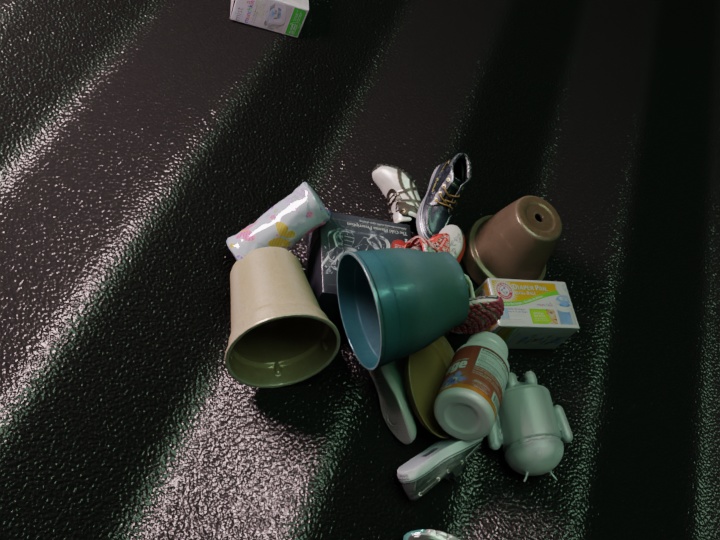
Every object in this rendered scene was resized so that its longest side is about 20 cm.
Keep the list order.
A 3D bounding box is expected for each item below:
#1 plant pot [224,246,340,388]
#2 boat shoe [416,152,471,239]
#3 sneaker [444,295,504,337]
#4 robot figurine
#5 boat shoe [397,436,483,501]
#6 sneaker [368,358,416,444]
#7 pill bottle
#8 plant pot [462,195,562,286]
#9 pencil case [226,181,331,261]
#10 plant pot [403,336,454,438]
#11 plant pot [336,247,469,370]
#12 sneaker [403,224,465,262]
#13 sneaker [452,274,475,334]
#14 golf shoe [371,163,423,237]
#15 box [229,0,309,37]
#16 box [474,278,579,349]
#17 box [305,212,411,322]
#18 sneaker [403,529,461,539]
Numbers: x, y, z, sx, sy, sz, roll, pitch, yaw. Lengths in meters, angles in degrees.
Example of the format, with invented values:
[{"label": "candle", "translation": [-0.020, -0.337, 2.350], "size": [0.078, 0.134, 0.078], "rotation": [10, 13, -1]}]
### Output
[{"label": "plant pot", "translation": [-0.150, 0.070, 1.292], "size": [0.197, 0.202, 0.186], "rotation": [1, 47, -23]}, {"label": "boat shoe", "translation": [0.175, -0.152, 1.543], "size": [0.070, 0.091, 0.203], "rotation": [24, 62, -18]}, {"label": "sneaker", "translation": [0.181, 0.075, 1.425], "size": [0.081, 0.197, 0.076], "rotation": [51, 39, -38]}, {"label": "robot figurine", "translation": [0.314, 0.294, 1.388], "size": [0.166, 0.114, 0.203], "rotation": [-3, 60, -7]}, {"label": "boat shoe", "translation": [0.151, 0.346, 1.317], "size": [0.198, 0.069, 0.067], "rotation": [-20, 92, -39]}, {"label": "sneaker", "translation": [0.089, 0.211, 1.366], "size": [0.116, 0.074, 0.203], "rotation": [-7, 64, -31]}, {"label": "pill bottle", "translation": [0.210, 0.204, 1.356], "size": [0.111, 0.113, 0.201], "rotation": [34, 38, 0]}, {"label": "plant pot", "translation": [0.338, -0.066, 1.590], "size": [0.196, 0.175, 0.204], "rotation": [11, 55, -16]}, {"label": "pencil case", "translation": [-0.153, -0.079, 1.378], "size": [0.084, 0.199, 0.091], "rotation": [53, 0, -30]}, {"label": "plant pot", "translation": [0.133, 0.208, 1.364], "size": [0.199, 0.027, 0.204], "rotation": [32, 50, -46]}, {"label": "plant pot", "translation": [0.079, 0.049, 1.272], "size": [0.184, 0.201, 0.203], "rotation": [-12, 64, -19]}, {"label": "sneaker", "translation": [0.142, -0.043, 1.433], "size": [0.108, 0.066, 0.204], "rotation": [47, 44, -29]}, {"label": "sneaker", "translation": [0.190, 0.024, 1.525], "size": [0.075, 0.081, 0.203], "rotation": [-7, 61, -25]}, {"label": "golf shoe", "translation": [0.089, -0.145, 1.590], "size": [0.200, 0.078, 0.094], "rotation": [43, 53, 8]}, {"label": "box", "translation": [-0.220, -0.683, 1.783], "size": [0.173, 0.097, 0.203], "rotation": [10, 57, -20]}, {"label": "box", "translation": [0.333, 0.091, 1.532], "size": [0.196, 0.102, 0.114], "rotation": [2, 59, -23]}, {"label": "box", "translation": [0.000, 0.000, 1.440], "size": [0.196, 0.104, 0.185], "rotation": [7, 58, -19]}, {"label": "sneaker", "translation": [0.155, 0.497, 1.216], "size": [0.197, 0.078, 0.092], "rotation": [27, 56, -4]}]
